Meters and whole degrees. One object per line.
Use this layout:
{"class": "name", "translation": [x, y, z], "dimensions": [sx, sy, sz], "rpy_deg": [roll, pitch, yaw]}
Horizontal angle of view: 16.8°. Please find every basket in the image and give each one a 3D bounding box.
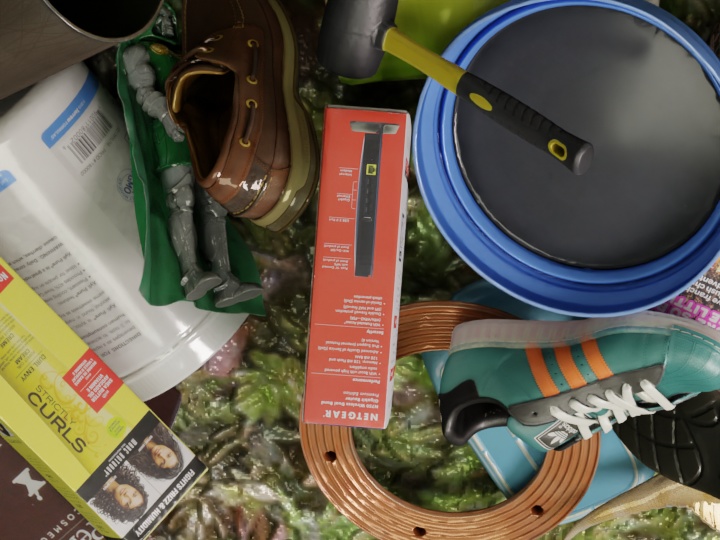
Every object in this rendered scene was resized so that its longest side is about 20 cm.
{"class": "basket", "translation": [-0.232, -0.165, 1.453], "dimensions": [0.200, 0.181, 0.136], "rpy_deg": [-29, 129, 31]}

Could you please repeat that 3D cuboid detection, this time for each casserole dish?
{"class": "casserole dish", "translation": [0.121, 0.094, 1.620], "dimensions": [0.121, 0.039, 0.200], "rpy_deg": [-25, 113, 20]}

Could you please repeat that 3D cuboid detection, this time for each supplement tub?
{"class": "supplement tub", "translation": [-0.172, -0.028, 1.535], "dimensions": [0.132, 0.132, 0.200], "rpy_deg": [-30, 112, 22]}

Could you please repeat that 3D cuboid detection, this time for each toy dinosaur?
{"class": "toy dinosaur", "translation": [0.229, 0.125, 1.587], "dimensions": [0.199, 0.058, 0.101], "rpy_deg": [-10, 98, -10]}

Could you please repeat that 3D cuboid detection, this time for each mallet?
{"class": "mallet", "translation": [0.055, -0.117, 1.372], "dimensions": [0.200, 0.041, 0.066], "rpy_deg": [28, 121, 36]}

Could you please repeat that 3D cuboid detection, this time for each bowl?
{"class": "bowl", "translation": [0.131, -0.071, 1.422], "dimensions": [0.200, 0.039, 0.201], "rpy_deg": [8, 117, 15]}

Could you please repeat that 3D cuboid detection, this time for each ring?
{"class": "ring", "translation": [0.059, 0.104, 1.602], "dimensions": [0.200, 0.019, 0.201], "rpy_deg": [4, 121, 6]}

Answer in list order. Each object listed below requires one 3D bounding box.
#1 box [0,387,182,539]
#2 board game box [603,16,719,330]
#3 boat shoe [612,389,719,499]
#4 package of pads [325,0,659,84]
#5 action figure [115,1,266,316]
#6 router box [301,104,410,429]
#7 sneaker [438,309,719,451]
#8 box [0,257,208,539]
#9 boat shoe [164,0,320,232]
{"class": "box", "translation": [-0.255, 0.108, 1.604], "dimensions": [0.200, 0.164, 0.166], "rpy_deg": [41, 117, -16]}
{"class": "board game box", "translation": [0.255, -0.041, 1.489], "dimensions": [0.159, 0.097, 0.200], "rpy_deg": [24, 120, -6]}
{"class": "boat shoe", "translation": [0.232, 0.104, 1.518], "dimensions": [0.200, 0.074, 0.076], "rpy_deg": [39, 117, 31]}
{"class": "package of pads", "translation": [0.073, -0.191, 1.443], "dimensions": [0.199, 0.068, 0.155], "rpy_deg": [-5, 119, 11]}
{"class": "action figure", "translation": [-0.109, -0.075, 1.486], "dimensions": [0.055, 0.200, 0.118], "rpy_deg": [-26, 158, 26]}
{"class": "router box", "translation": [0.000, 0.000, 1.450], "dimensions": [0.049, 0.200, 0.180], "rpy_deg": [4, 88, 2]}
{"class": "sneaker", "translation": [0.136, 0.074, 1.481], "dimensions": [0.200, 0.080, 0.071], "rpy_deg": [-5, 150, 36]}
{"class": "box", "translation": [-0.189, 0.077, 1.486], "dimensions": [0.200, 0.050, 0.075], "rpy_deg": [48, 72, -13]}
{"class": "boat shoe", "translation": [-0.078, -0.111, 1.434], "dimensions": [0.067, 0.200, 0.072], "rpy_deg": [18, 129, -33]}
